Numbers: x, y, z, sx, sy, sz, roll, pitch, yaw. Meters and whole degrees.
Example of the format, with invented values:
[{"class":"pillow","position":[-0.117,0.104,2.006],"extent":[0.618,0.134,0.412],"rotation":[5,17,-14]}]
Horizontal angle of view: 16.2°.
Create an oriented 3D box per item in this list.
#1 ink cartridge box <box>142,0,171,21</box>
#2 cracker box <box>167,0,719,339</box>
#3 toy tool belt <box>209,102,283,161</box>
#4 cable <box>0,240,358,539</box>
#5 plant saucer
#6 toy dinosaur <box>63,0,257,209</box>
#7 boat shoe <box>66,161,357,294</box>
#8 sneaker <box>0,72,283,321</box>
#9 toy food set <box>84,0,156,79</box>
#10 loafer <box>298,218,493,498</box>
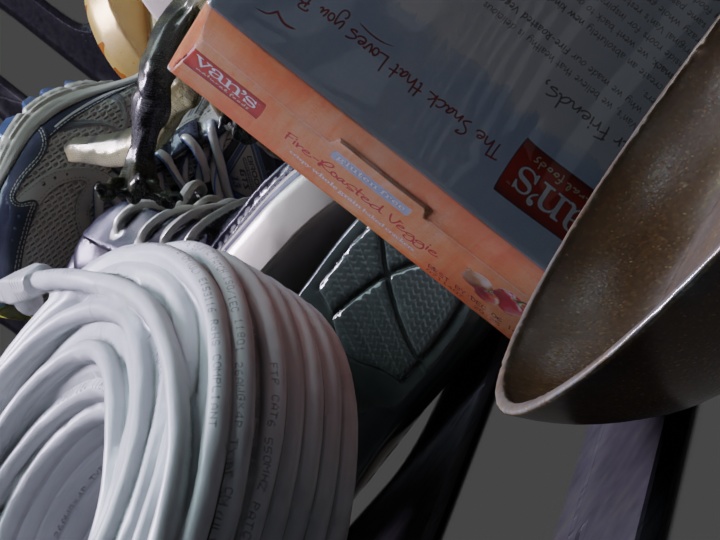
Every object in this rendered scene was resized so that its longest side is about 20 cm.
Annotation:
[{"class":"ink cartridge box","position":[0.004,-0.121,1.145],"extent":[0.125,0.200,0.129],"rotation":[-29,16,29]},{"class":"cracker box","position":[0.055,-0.098,0.741],"extent":[0.200,0.134,0.058],"rotation":[-54,5,-23]},{"class":"toy tool belt","position":[0.031,-0.079,0.859],"extent":[0.199,0.125,0.123],"rotation":[-28,37,18]},{"class":"cable","position":[-0.078,0.087,0.736],"extent":[0.199,0.069,0.201],"rotation":[-14,52,56]},{"class":"plant saucer","position":[0.100,-0.042,0.526],"extent":[0.201,0.032,0.200],"rotation":[-51,5,6]},{"class":"toy dinosaur","position":[-0.055,-0.069,0.859],"extent":[0.200,0.047,0.089],"rotation":[-50,30,42]},{"class":"boat shoe","position":[-0.055,-0.002,0.879],"extent":[0.074,0.093,0.200],"rotation":[-13,-28,-38]},{"class":"sneaker","position":[-0.073,-0.044,0.998],"extent":[0.200,0.085,0.078],"rotation":[-45,-44,-40]},{"class":"toy food set","position":[-0.044,-0.075,1.216],"extent":[0.048,0.199,0.200],"rotation":[-25,-7,27]},{"class":"loafer","position":[-0.013,0.050,0.830],"extent":[0.200,0.072,0.063],"rotation":[-45,-20,26]}]
